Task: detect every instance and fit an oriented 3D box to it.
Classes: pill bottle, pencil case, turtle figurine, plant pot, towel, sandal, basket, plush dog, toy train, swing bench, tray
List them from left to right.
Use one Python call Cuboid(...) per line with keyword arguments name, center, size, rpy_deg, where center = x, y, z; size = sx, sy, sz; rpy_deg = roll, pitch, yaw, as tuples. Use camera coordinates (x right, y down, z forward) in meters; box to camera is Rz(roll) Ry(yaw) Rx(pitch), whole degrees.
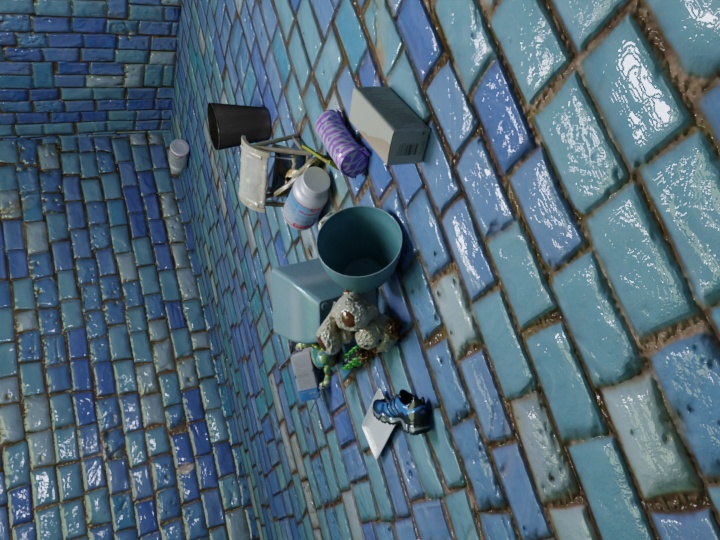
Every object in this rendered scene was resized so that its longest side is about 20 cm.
Cuboid(name="pill bottle", center=(-1.083, -0.680, 3.581), size=(0.200, 0.111, 0.116), rpy_deg=(-49, 55, 59))
Cuboid(name="basket", center=(-0.423, -0.510, 2.114), size=(0.137, 0.195, 0.184), rpy_deg=(117, 138, -52))
Cuboid(name="swing bench", center=(-0.268, -0.298, 1.849), size=(0.130, 0.195, 0.203), rpy_deg=(54, 144, 43))
Cuboid(name="sandal", center=(-0.185, -0.280, 1.770), size=(0.199, 0.079, 0.055), rpy_deg=(-38, 72, 35))
Cuboid(name="pill bottle", center=(-0.153, -0.209, 1.738), size=(0.200, 0.106, 0.111), rpy_deg=(-51, 53, 58))
Cuboid(name="turtle figurine", center=(-0.133, 0.263, 1.730), size=(0.203, 0.142, 0.194), rpy_deg=(-60, -5, 7))
Cuboid(name="plant pot", center=(-0.117, 0.099, 1.679), size=(0.198, 0.192, 0.201), rpy_deg=(26, 122, 50))
Cuboid(name="towel", center=(-0.088, -0.296, 1.606), size=(0.018, 0.085, 0.200), rpy_deg=(-58, 35, 7))
Cuboid(name="pencil case", center=(-0.048, -0.323, 1.512), size=(0.086, 0.083, 0.202), rpy_deg=(-45, 51, 17))
Cuboid(name="toy train", center=(0.001, 0.227, 1.607), size=(0.200, 0.055, 0.043), rpy_deg=(130, 140, -59))
Cuboid(name="plant pot", center=(0.002, -0.029, 1.395), size=(0.136, 0.196, 0.203), rpy_deg=(81, 164, -54))
Cuboid(name="plush dog", center=(0.011, 0.133, 1.453), size=(0.170, 0.162, 0.200), rpy_deg=(37, 137, -8))
Cuboid(name="tray", center=(0.053, 0.407, 1.593), size=(0.203, 0.022, 0.109), rpy_deg=(109, 145, -45))

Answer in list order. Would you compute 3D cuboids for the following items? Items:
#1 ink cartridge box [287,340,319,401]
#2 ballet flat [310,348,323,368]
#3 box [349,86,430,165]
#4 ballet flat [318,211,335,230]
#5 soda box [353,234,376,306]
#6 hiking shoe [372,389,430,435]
Cuboid(name="ink cartridge box", center=(-0.179, 0.299, 1.928), size=(0.116, 0.065, 0.206), rpy_deg=(-98, -3, -73))
Cuboid(name="ballet flat", center=(-0.132, 0.205, 1.894), size=(0.067, 0.066, 0.206), rpy_deg=(117, 146, -80))
Cuboid(name="box", center=(0.057, -0.310, 1.273), size=(0.202, 0.093, 0.079), rpy_deg=(-121, 33, -42))
Cuboid(name="ballet flat", center=(-0.079, -0.122, 1.653), size=(0.199, 0.070, 0.074), rpy_deg=(19, 115, 63))
Cuboid(name="soda box", center=(0.000, 0.000, 1.528), size=(0.068, 0.062, 0.206), rpy_deg=(28, 123, 58))
Cuboid(name="hiking shoe", center=(0.098, 0.322, 1.428), size=(0.198, 0.073, 0.090), rpy_deg=(4, 94, 55))
